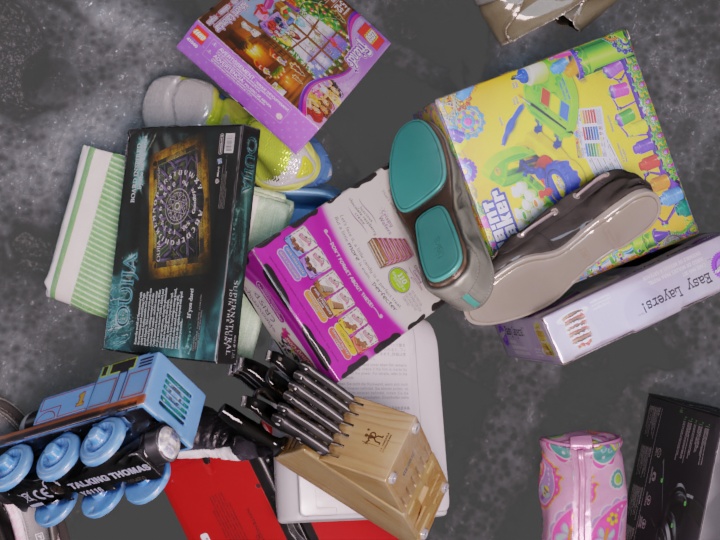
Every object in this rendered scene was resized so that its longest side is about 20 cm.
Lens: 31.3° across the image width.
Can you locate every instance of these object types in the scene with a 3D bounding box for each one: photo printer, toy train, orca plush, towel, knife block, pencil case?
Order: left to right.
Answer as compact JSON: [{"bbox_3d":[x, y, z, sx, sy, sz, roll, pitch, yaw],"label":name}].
[{"bbox_3d":[-0.228,0.146,1.095,0.200,0.114,0.087,-18,129,29],"label":"toy train"},{"bbox_3d":[-0.176,0.132,1.149,0.105,0.200,0.071,-20,107,-44],"label":"orca plush"},{"bbox_3d":[-0.174,-0.019,1.164,0.199,0.023,0.153,15,86,0],"label":"towel"},{"bbox_3d":[-0.029,0.148,1.102,0.175,0.200,0.064,16,63,27],"label":"knife block"},{"bbox_3d":[-0.003,0.129,1.185,0.166,0.069,0.201,2,75,-26],"label":"photo printer"},{"bbox_3d":[0.215,0.255,1.238,0.087,0.087,0.201,0,90,-8],"label":"pencil case"}]

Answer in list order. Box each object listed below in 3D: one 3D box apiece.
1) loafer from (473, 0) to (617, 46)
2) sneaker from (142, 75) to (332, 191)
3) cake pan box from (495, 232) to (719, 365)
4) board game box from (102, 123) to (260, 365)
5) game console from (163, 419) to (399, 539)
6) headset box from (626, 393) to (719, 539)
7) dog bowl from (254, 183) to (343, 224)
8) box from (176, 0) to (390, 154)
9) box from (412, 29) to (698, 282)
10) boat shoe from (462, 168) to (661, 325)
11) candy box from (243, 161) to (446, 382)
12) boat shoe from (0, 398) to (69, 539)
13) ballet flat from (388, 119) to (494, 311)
[{"bbox_3d":[0.208,-0.268,1.247,0.199,0.075,0.070,-16,104,-3],"label":"loafer"},{"bbox_3d":[-0.110,-0.118,1.192,0.200,0.105,0.076,31,99,30],"label":"sneaker"},{"bbox_3d":[0.238,0.025,1.190,0.199,0.184,0.052,-24,93,-6],"label":"cake pan box"},{"bbox_3d":[-0.155,-0.024,1.104,0.135,0.028,0.201,4,85,35],"label":"board game box"},{"bbox_3d":[-0.065,0.233,1.233,0.172,0.119,0.201,-24,93,24],"label":"game console"},{"bbox_3d":[0.326,0.216,1.195,0.092,0.200,0.175,12,88,-7],"label":"headset box"},{"bbox_3d":[-0.091,-0.031,1.212,0.199,0.050,0.112,2,90,-7],"label":"dog bowl"},{"bbox_3d":[-0.063,-0.202,1.153,0.137,0.200,0.039,42,126,-7],"label":"box"},{"bbox_3d":[0.179,-0.093,1.212,0.192,0.122,0.201,-21,94,-7],"label":"box"},{"bbox_3d":[0.169,-0.021,1.131,0.200,0.057,0.067,-32,131,-2],"label":"boat shoe"},{"bbox_3d":[0.000,0.000,1.150,0.200,0.061,0.137,-33,91,-33],"label":"candy box"},{"bbox_3d":[-0.308,0.212,1.172,0.067,0.057,0.201,-19,93,-7],"label":"boat shoe"},{"bbox_3d":[0.070,-0.046,1.120,0.067,0.200,0.064,-32,135,22],"label":"ballet flat"}]
